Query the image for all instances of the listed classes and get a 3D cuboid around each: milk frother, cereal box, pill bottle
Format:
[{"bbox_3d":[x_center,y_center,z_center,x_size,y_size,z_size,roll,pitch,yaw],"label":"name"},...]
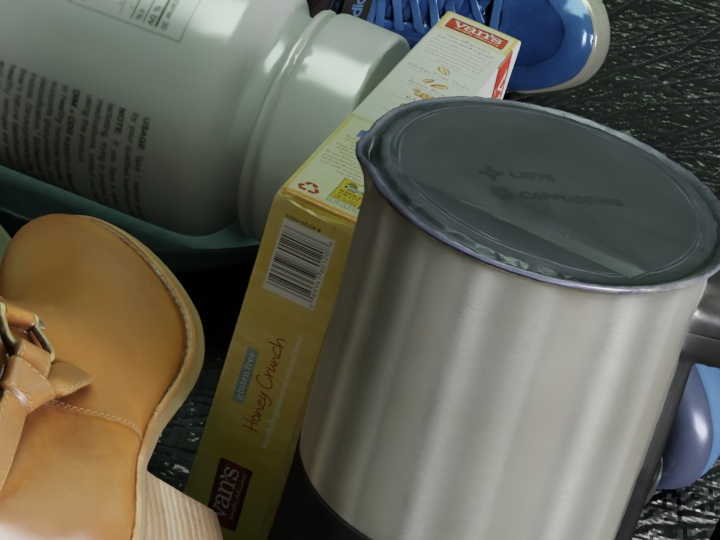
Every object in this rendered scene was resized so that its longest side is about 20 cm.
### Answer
[{"bbox_3d":[0.053,0.034,0.786,0.179,0.189,0.200,5,30,-21],"label":"milk frother"},{"bbox_3d":[0.000,0.000,0.873,0.039,0.145,0.200,23,30,10],"label":"cereal box"},{"bbox_3d":[-0.089,-0.081,0.929,0.199,0.114,0.113,22,29,11],"label":"pill bottle"}]

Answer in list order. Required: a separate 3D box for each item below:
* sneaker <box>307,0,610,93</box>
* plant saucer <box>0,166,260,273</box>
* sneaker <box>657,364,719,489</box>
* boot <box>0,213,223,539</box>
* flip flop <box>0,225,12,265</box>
[{"bbox_3d":[0.024,-0.138,1.205,0.199,0.077,0.111,27,24,31],"label":"sneaker"},{"bbox_3d":[-0.104,-0.044,1.019,0.200,0.039,0.201,12,28,-6],"label":"plant saucer"},{"bbox_3d":[0.123,0.019,0.974,0.082,0.074,0.200,7,30,-17],"label":"sneaker"},{"bbox_3d":[-0.120,0.024,0.760,0.155,0.074,0.200,36,20,-42],"label":"boot"},{"bbox_3d":[-0.171,-0.044,0.851,0.057,0.201,0.081,-10,25,37],"label":"flip flop"}]
